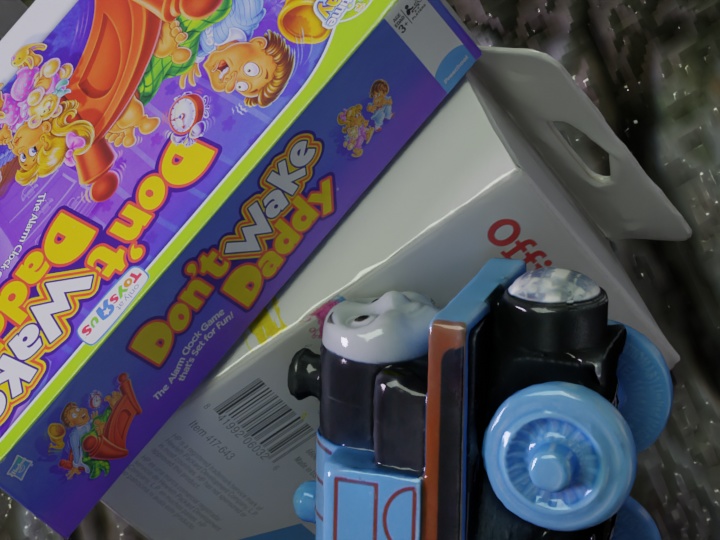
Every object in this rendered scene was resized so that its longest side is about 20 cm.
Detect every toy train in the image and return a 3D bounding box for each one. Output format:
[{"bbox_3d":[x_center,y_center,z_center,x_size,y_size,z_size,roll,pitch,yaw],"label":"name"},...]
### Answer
[{"bbox_3d":[0.032,0.093,0.867,0.114,0.087,0.201,6,109,15],"label":"toy train"}]

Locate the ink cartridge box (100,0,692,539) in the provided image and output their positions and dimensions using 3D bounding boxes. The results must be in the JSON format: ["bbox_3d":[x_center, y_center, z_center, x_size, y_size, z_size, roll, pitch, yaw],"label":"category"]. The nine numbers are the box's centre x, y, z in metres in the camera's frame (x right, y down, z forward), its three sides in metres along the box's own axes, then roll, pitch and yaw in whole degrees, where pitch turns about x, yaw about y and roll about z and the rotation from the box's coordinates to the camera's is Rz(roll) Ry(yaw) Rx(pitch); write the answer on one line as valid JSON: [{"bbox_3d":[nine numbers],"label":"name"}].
[{"bbox_3d":[0.000,0.000,0.952,0.200,0.129,0.125,-34,48,9],"label":"ink cartridge box"}]

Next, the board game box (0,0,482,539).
[{"bbox_3d":[-0.074,-0.032,0.903,0.200,0.045,0.134,-50,46,-5],"label":"board game box"}]

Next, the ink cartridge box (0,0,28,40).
[{"bbox_3d":[-0.217,-0.023,1.116,0.144,0.084,0.201,-5,63,27],"label":"ink cartridge box"}]
